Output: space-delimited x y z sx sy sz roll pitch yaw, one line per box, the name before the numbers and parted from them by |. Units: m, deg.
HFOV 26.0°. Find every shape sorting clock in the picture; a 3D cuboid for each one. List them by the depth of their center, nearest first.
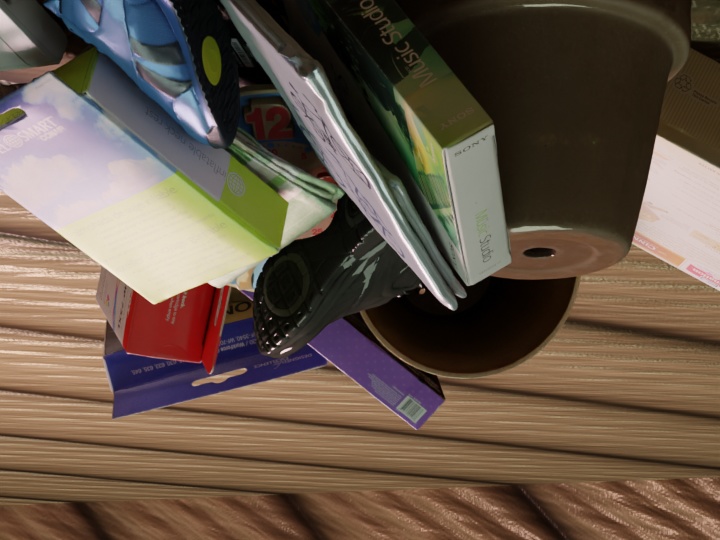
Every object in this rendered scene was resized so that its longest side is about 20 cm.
shape sorting clock | -0.056 -0.051 1.103 0.199 0.039 0.200 0 132 0

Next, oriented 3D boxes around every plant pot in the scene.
plant pot | 0.115 -0.092 0.992 0.199 0.175 0.200 0 163 0
plant pot | 0.080 -0.005 1.329 0.186 0.187 0.200 2 178 -2

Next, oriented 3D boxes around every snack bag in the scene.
snack bag | -0.019 -0.088 0.925 0.021 0.189 0.200 -35 128 -2

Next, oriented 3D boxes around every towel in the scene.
towel | -0.130 -0.067 1.047 0.200 0.023 0.152 31 138 -27

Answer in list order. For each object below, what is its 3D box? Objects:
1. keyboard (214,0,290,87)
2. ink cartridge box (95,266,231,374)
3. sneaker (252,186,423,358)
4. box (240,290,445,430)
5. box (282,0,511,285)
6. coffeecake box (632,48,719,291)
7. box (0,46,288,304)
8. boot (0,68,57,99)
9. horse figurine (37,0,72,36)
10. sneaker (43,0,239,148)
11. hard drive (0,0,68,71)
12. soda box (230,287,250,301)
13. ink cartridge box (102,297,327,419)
keyboard | -0.063 -0.159 1.033 0.104 0.040 0.200 4 157 19
ink cartridge box | -0.162 0.002 1.292 0.067 0.117 0.200 8 -169 -21
sneaker | 0.000 0.000 1.089 0.091 0.076 0.200 20 130 -36
box | -0.021 0.036 1.314 0.200 0.039 0.137 39 -169 -18
box | 0.016 -0.102 0.899 0.036 0.200 0.144 -32 149 -9
coffeecake box | 0.260 -0.065 1.151 0.153 0.073 0.200 28 164 4
box | -0.157 -0.062 1.000 0.122 0.048 0.200 -21 134 35
boot | -0.200 -0.120 1.060 0.130 0.068 0.200 -8 169 -16
horse figurine | -0.248 -0.164 0.991 0.199 0.050 0.133 -3 156 24
sneaker | -0.133 -0.149 0.923 0.078 0.066 0.200 -8 137 18
hard drive | -0.294 -0.160 0.935 0.199 0.027 0.132 -1 151 27
soda box | -0.135 -0.012 1.433 0.199 0.064 0.068 -4 -153 21
ink cartridge box | -0.137 0.048 1.434 0.197 0.047 0.200 -14 -157 -1
